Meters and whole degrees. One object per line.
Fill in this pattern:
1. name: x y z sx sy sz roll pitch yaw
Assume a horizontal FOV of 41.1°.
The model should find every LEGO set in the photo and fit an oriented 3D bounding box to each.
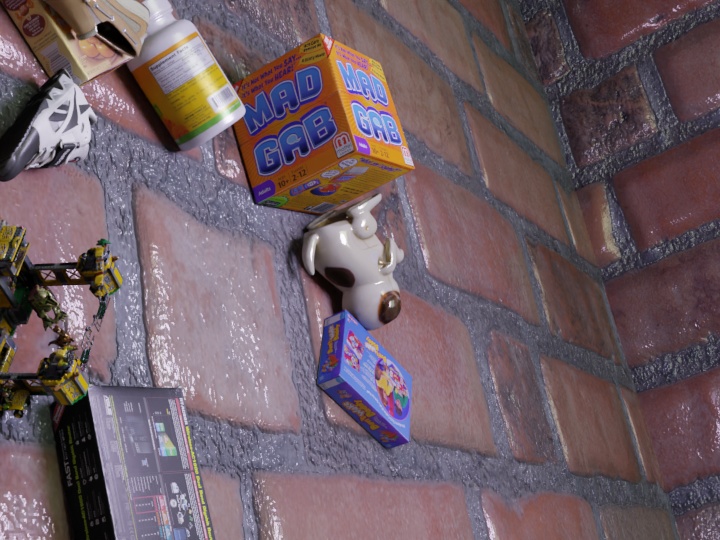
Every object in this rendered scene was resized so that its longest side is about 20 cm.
1. LEGO set: -0.325 0.029 0.935 0.116 0.152 0.201 77 23 -49

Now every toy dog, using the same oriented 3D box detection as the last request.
1. toy dog: 0.000 0.000 1.580 0.201 0.139 0.194 63 29 -11

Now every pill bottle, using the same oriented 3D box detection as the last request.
1. pill bottle: -0.258 -0.280 1.349 0.201 0.110 0.111 59 28 -16

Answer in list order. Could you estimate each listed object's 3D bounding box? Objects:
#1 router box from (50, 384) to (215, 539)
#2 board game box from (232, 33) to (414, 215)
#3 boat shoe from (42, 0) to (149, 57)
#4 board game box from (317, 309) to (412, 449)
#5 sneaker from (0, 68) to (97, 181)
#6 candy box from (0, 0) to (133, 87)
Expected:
1. router box: -0.242 0.226 1.033 0.149 0.062 0.202 14 56 -57
2. board game box: -0.065 -0.229 1.564 0.199 0.199 0.202 5 64 -61
3. boat shoe: -0.335 -0.319 1.173 0.199 0.071 0.077 18 72 -52
4. board game box: 0.011 0.178 1.558 0.200 0.044 0.135 47 32 -34
5. sneaker: -0.356 -0.152 1.110 0.089 0.074 0.201 50 32 -26
6. candy box: -0.386 -0.334 1.217 0.201 0.055 0.116 60 29 -15
